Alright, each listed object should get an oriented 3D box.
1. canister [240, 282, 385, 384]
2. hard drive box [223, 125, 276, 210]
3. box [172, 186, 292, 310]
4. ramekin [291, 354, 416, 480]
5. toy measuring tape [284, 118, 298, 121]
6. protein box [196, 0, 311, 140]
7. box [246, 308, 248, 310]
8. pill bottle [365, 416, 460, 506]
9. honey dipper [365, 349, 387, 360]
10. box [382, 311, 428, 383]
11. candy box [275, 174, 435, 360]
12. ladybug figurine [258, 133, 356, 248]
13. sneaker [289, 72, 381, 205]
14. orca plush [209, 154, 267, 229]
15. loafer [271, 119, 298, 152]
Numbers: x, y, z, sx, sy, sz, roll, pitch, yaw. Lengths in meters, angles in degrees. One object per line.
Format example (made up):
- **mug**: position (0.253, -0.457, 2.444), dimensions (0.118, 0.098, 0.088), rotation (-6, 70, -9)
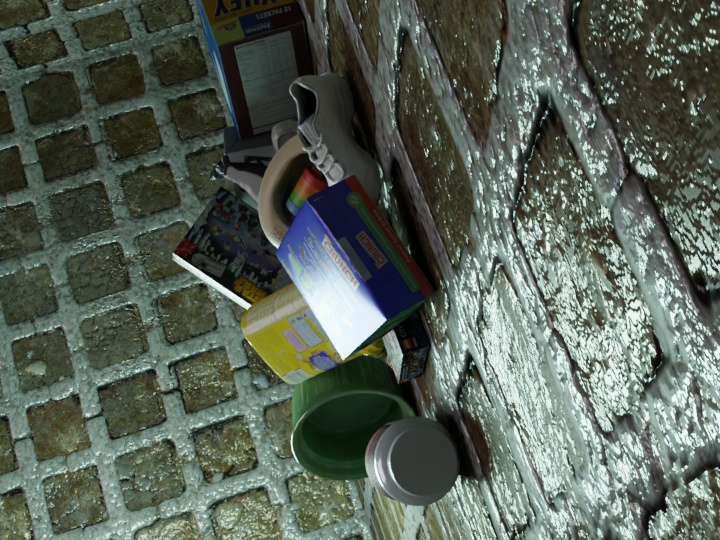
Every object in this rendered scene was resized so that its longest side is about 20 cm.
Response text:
- **canister**: position (-0.066, 0.078, 1.602), dimensions (0.149, 0.199, 0.087), rotation (50, -138, -15)
- **hard drive box**: position (-0.128, -0.147, 1.790), dimensions (0.077, 0.154, 0.201), rotation (-100, -1, -48)
- **box**: position (-0.178, -0.021, 1.726), dimensions (0.199, 0.137, 0.040), rotation (33, 161, 0)
- **ramekin**: position (-0.015, 0.226, 1.707), dimensions (0.098, 0.198, 0.201), rotation (-105, 3, -50)
- **toy measuring tape**: position (-0.056, -0.168, 1.686), dimensions (0.200, 0.073, 0.074), rotation (50, -170, -41)
- **protein box**: position (-0.166, -0.355, 1.699), dimensions (0.201, 0.134, 0.199), rotation (83, 168, -54)
- **box**: position (-0.090, 0.055, 1.825), dimensions (0.158, 0.198, 0.051), rotation (83, 170, -50)
- **pill bottle**: position (0.068, 0.249, 1.427), dimensions (0.200, 0.112, 0.114), rotation (115, 137, -80)
- **honey dipper**: position (0.037, 0.178, 1.806), dimensions (0.038, 0.038, 0.201), rotation (-116, 10, -51)
- **box**: position (0.037, 0.038, 1.465), dimensions (0.137, 0.037, 0.201), rotation (92, 159, -68)
- **candy box**: position (-0.013, 0.001, 1.313), dimensions (0.170, 0.077, 0.200), rotation (57, 159, 6)
- **ladybug figurine**: position (-0.062, -0.108, 1.468), dimensions (0.136, 0.200, 0.072), rotation (40, -150, 5)
- **sneaker**: position (-0.039, -0.150, 1.346), dimensions (0.087, 0.074, 0.201), rotation (-5, -109, -53)
- **orca plush**: position (-0.140, -0.120, 1.712), dimensions (0.071, 0.198, 0.106), rotation (-96, 26, -67)
- **loafer**: position (-0.068, -0.139, 1.612), dimensions (0.200, 0.070, 0.070), rotation (52, -164, -41)
